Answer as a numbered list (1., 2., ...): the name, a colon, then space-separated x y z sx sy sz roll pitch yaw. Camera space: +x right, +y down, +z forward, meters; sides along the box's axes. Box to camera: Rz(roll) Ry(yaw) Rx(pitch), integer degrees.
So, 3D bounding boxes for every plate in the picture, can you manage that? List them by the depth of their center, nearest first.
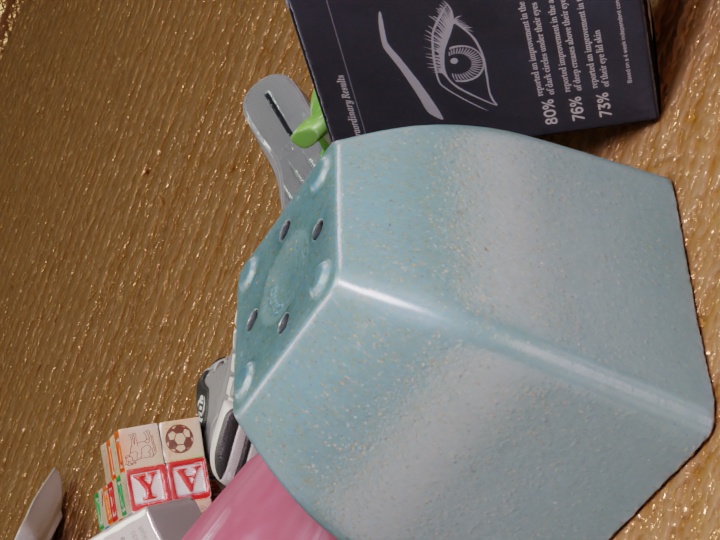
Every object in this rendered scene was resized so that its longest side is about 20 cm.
1. plate: -0.331 0.301 1.982 0.200 0.032 0.201 -86 21 -79

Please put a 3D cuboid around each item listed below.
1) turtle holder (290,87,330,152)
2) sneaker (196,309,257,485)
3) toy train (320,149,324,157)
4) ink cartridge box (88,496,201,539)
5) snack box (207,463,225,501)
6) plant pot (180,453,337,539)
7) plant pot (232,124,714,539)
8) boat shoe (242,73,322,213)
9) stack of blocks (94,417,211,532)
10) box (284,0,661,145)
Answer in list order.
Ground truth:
1. turtle holder: 0.053 -0.123 1.359 0.132 0.140 0.186 -61 2 -33
2. sneaker: -0.074 0.051 1.493 0.201 0.075 0.115 -69 21 -4
3. toy train: 0.000 0.000 1.428 0.042 0.056 0.202 149 125 -62
4. ink cartridge box: -0.173 0.263 1.401 0.199 0.147 0.084 -32 -10 16
5. snack box: -0.116 0.183 1.577 0.200 0.024 0.073 -147 49 -71
6. plant pot: -0.045 0.208 1.212 0.200 0.199 0.180 -41 18 50
7. plant pot: 0.043 0.038 1.126 0.196 0.199 0.197 -52 26 35
8. boat shoe: -0.027 -0.068 1.611 0.073 0.067 0.201 -30 52 11
9. stack of blocks: -0.152 0.179 1.546 0.200 0.058 0.116 139 121 -73
10. box: 0.065 -0.158 1.210 0.148 0.198 0.105 73 -166 -48
